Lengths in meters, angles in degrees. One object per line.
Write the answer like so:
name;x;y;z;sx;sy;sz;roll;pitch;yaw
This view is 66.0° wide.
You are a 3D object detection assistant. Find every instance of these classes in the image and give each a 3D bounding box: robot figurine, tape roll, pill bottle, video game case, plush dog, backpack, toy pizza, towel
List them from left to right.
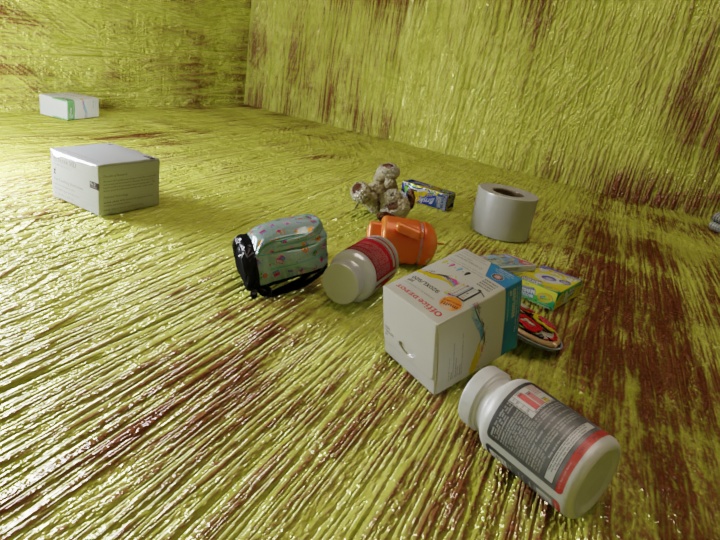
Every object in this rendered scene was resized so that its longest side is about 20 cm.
backpack;-0.162;-0.040;1.170;0.196;0.129;0.167;-14;34;-17
pill bottle;0.000;0.000;1.193;0.110;0.115;0.199;18;23;20
plush dog;0.082;-0.220;1.780;0.199;0.162;0.171;-37;59;-25
robot figurine;0.112;-0.076;1.423;0.195;0.146;0.118;8;38;-6
video game case;0.337;-0.017;1.452;0.195;0.018;0.143;-3;14;-16
tape roll;0.475;-0.194;1.839;0.197;0.142;0.203;8;22;-3
toy pizza;0.333;0.097;1.148;0.197;0.032;0.201;24;19;-8
pill bottle;0.234;0.222;0.752;0.114;0.118;0.199;-7;28;-37
towel;1.672;-0.197;2.450;0.196;0.087;0.165;-3;26;-30

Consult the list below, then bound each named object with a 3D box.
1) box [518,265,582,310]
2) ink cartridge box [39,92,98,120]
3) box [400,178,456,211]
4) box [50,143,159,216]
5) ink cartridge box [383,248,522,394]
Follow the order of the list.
box;0.462;0.042;1.386;0.116;0.049;0.198;24;27;34
ink cartridge box;-1.270;-0.720;2.423;0.142;0.089;0.200;14;24;10
box;0.248;-0.280;2.051;0.197;0.066;0.070;23;26;28
box;-0.675;-0.248;1.476;0.196;0.134;0.199;20;24;24
ink cartridge box;0.156;0.082;0.961;0.197;0.148;0.147;-23;36;-28
